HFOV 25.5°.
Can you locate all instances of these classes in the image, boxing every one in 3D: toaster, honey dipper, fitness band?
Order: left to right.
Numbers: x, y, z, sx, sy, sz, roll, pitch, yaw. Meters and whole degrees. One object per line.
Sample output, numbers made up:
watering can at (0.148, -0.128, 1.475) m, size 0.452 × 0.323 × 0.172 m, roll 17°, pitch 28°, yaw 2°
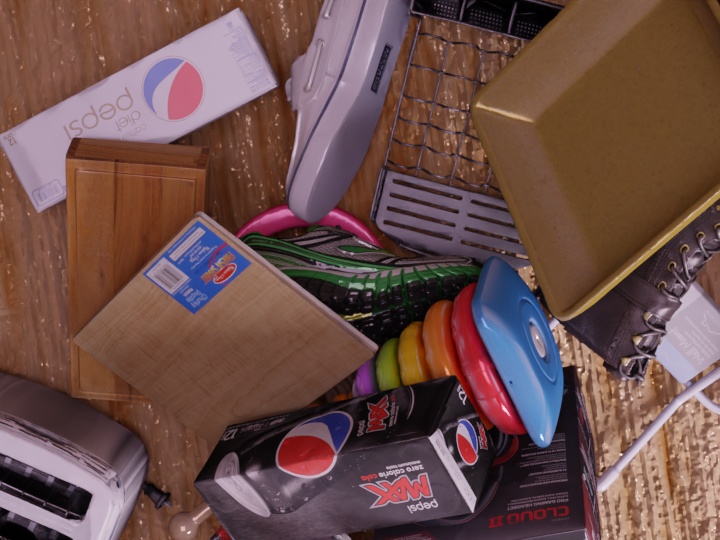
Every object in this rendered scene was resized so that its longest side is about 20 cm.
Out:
toaster at (-0.238, 0.155, 1.158) m, size 0.198 × 0.129 × 0.115 m, roll 25°, pitch 96°, yaw -3°
honey dipper at (-0.060, 0.135, 1.170) m, size 0.199 × 0.038 × 0.038 m, roll -40°, pitch 95°, yaw 2°
fitness band at (-0.042, 0.049, 1.195) m, size 0.142 × 0.037 × 0.203 m, roll -3°, pitch 97°, yaw 0°

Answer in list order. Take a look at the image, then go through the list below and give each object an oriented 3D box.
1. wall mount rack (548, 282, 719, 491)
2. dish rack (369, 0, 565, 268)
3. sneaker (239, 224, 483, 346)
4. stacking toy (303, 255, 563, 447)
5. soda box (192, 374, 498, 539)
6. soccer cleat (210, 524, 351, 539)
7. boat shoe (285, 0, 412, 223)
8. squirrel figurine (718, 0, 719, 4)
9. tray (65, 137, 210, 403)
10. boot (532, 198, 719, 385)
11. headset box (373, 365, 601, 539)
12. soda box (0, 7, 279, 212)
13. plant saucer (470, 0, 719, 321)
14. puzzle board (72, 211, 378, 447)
wall mount rack at (0.204, 0.062, 1.184) m, size 0.200 × 0.075 × 0.174 m, roll 46°, pitch 124°, yaw -4°
dish rack at (0.091, -0.102, 1.172) m, size 0.151 × 0.055 × 0.203 m, roll 14°, pitch 96°, yaw -1°
sneaker at (0.000, 0.000, 1.138) m, size 0.197 × 0.078 × 0.086 m, roll 2°, pitch 52°, yaw -19°
stacking toy at (0.036, 0.084, 1.107) m, size 0.198 × 0.110 × 0.117 m, roll -24°, pitch 105°, yaw 20°
soda box at (-0.012, 0.132, 1.073) m, size 0.198 × 0.064 × 0.071 m, roll -16°, pitch 118°, yaw 32°
soccer cleat at (-0.032, 0.201, 1.133) m, size 0.085 × 0.199 × 0.069 m, roll -38°, pitch 115°, yaw -22°
boat shoe at (-0.020, -0.135, 1.162) m, size 0.065 × 0.074 × 0.202 m, roll 19°, pitch 82°, yaw 21°
squirrel figurine at (0.276, -0.177, 1.098) m, size 0.140 × 0.187 × 0.203 m, roll -6°, pitch 96°, yaw 0°
tray at (-0.160, 0.005, 1.148) m, size 0.097 × 0.037 × 0.202 m, roll 4°, pitch 122°, yaw -1°
boot at (0.218, -0.002, 1.066) m, size 0.069 × 0.200 × 0.176 m, roll 17°, pitch 103°, yaw -43°
headset box at (0.090, 0.165, 1.103) m, size 0.147 × 0.201 × 0.076 m, roll -11°, pitch 121°, yaw 13°
soda box at (-0.159, -0.116, 1.160) m, size 0.198 × 0.068 × 0.064 m, roll -27°, pitch 96°, yaw 2°
plant saucer at (0.180, -0.095, 1.052) m, size 0.048 × 0.202 × 0.200 m, roll 17°, pitch 132°, yaw -40°
puzzle board at (-0.097, 0.048, 1.099) m, size 0.150 × 0.017 × 0.200 m, roll 38°, pitch 138°, yaw -12°
